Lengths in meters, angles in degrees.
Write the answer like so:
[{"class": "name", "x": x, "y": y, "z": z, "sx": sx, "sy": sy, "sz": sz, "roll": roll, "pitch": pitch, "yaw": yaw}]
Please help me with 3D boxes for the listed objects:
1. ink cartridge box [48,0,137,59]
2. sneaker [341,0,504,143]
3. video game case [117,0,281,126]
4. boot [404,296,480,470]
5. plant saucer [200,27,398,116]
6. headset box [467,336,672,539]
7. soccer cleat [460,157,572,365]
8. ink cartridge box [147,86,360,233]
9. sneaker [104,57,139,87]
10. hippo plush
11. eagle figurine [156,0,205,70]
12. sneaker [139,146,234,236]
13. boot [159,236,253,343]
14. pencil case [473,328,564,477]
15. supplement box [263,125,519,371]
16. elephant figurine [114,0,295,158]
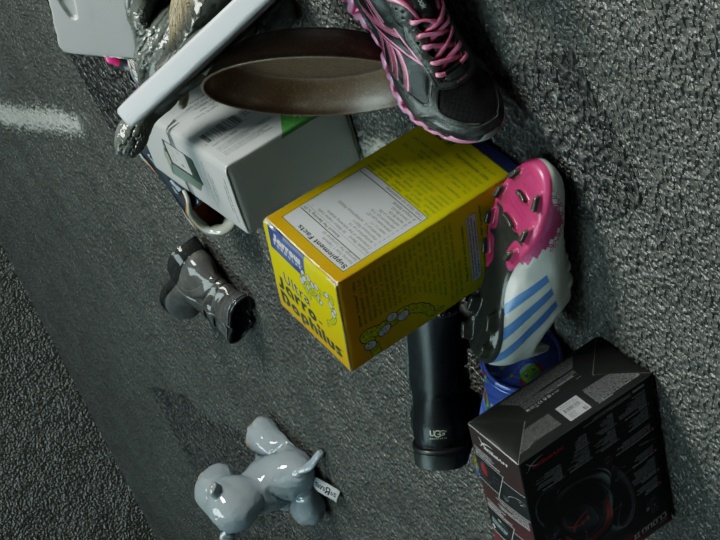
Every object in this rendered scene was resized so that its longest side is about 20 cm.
[{"class": "ink cartridge box", "x": -0.235, "y": -0.325, "z": 1.690, "sx": 0.085, "sy": 0.201, "sz": 0.148, "roll": 6, "pitch": 141, "yaw": 8}, {"class": "sneaker", "x": 0.048, "y": -0.191, "z": 1.386, "sx": 0.201, "sy": 0.079, "sz": 0.095, "roll": 54, "pitch": 167, "yaw": 8}, {"class": "video game case", "x": -0.099, "y": -0.211, "z": 1.444, "sx": 0.200, "sy": 0.182, "sz": 0.023, "roll": -39, "pitch": 97, "yaw": 28}, {"class": "boot", "x": 0.082, "y": 0.087, "z": 1.716, "sx": 0.200, "sy": 0.076, "sz": 0.170, "roll": -63, "pitch": -27, "yaw": -76}, {"class": "plant saucer", "x": -0.039, "y": -0.174, "z": 1.514, "sx": 0.200, "sy": 0.198, "sz": 0.037, "roll": 153, "pitch": 118, "yaw": -69}, {"class": "headset box", "x": 0.186, "y": 0.183, "z": 1.508, "sx": 0.075, "sy": 0.148, "sz": 0.201, "roll": 37, "pitch": 151, "yaw": 46}, {"class": "soccer cleat", "x": 0.145, "y": -0.009, "z": 1.463, "sx": 0.070, "sy": 0.086, "sz": 0.201, "roll": 55, "pitch": 140, "yaw": 45}, {"class": "ink cartridge box", "x": -0.116, "y": -0.139, "z": 1.756, "sx": 0.200, "sy": 0.145, "sz": 0.085, "roll": 35, "pitch": 151, "yaw": 48}, {"class": "sneaker", "x": -0.216, "y": -0.212, "z": 1.982, "sx": 0.200, "sy": 0.074, "sz": 0.081, "roll": 44, "pitch": 156, "yaw": 32}, {"class": "hippo plush", "x": -0.139, "y": 0.320, "z": 2.430, "sx": 0.200, "sy": 0.160, "sz": 0.160, "roll": 27, "pitch": 143, "yaw": 54}, {"class": "eagle figurine", "x": -0.129, "y": -0.284, "z": 1.476, "sx": 0.152, "sy": 0.199, "sz": 0.152, "roll": 62, "pitch": 173, "yaw": -23}, {"class": "sneaker", "x": -0.207, "y": -0.127, "z": 2.081, "sx": 0.201, "sy": 0.078, "sz": 0.079, "roll": 56, "pitch": 167, "yaw": -27}, {"class": "boot", "x": -0.205, "y": 0.051, "z": 2.345, "sx": 0.132, "sy": 0.070, "sz": 0.200, "roll": 47, "pitch": 162, "yaw": 14}, {"class": "pencil case", "x": 0.145, "y": 0.129, "z": 1.625, "sx": 0.087, "sy": 0.078, "sz": 0.201, "roll": 56, "pitch": 162, "yaw": 33}, {"class": "supplement box", "x": 0.033, "y": -0.027, "z": 1.489, "sx": 0.109, "sy": 0.199, "sz": 0.110, "roll": 41, "pitch": 154, "yaw": 38}, {"class": "elephant figurine", "x": -0.159, "y": -0.223, "z": 1.633, "sx": 0.141, "sy": 0.200, "sz": 0.156, "roll": 0, "pitch": 128, "yaw": 45}]
